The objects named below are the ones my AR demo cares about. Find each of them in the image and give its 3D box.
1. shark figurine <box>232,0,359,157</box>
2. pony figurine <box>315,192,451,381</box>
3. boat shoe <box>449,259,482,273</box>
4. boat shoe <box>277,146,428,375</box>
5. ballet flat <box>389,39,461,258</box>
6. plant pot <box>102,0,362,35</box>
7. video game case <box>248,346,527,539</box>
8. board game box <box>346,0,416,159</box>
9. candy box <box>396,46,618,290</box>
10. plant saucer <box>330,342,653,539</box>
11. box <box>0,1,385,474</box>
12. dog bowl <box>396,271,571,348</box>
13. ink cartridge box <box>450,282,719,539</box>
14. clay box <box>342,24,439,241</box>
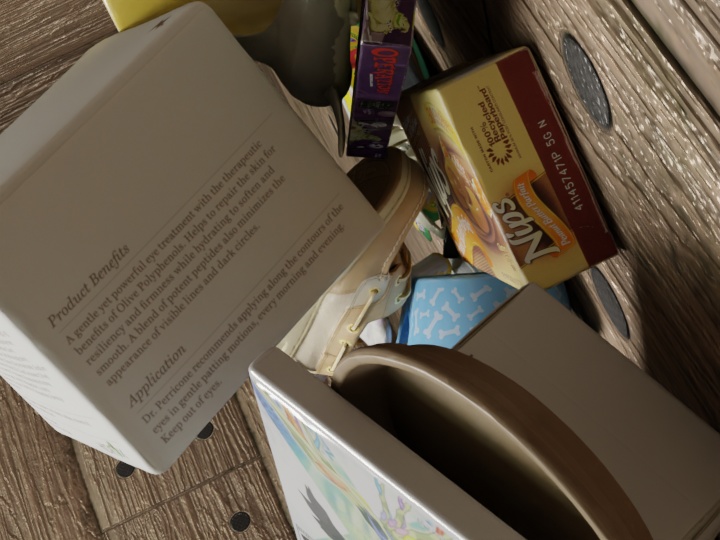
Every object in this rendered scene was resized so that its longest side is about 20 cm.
[{"bbox_3d":[-0.041,-0.152,0.768,0.215,0.089,0.129,95,179,-51],"label":"shark figurine"},{"bbox_3d":[-0.013,0.010,1.060,0.166,0.200,0.193,27,150,26],"label":"pony figurine"},{"bbox_3d":[0.103,0.060,1.126,0.070,0.071,0.201,67,178,-52],"label":"boat shoe"},{"bbox_3d":[0.000,0.000,0.896,0.200,0.069,0.074,-53,25,44],"label":"boat shoe"},{"bbox_3d":[0.041,-0.090,0.987,0.073,0.073,0.200,70,174,-66],"label":"ballet flat"},{"bbox_3d":[-0.087,-0.231,0.897,0.201,0.188,0.201,154,90,-88],"label":"plant pot"},{"bbox_3d":[0.031,0.147,0.682,0.200,0.022,0.183,35,152,32],"label":"video game case"},{"bbox_3d":[0.013,-0.141,0.734,0.200,0.032,0.121,104,168,-80],"label":"board game box"},{"bbox_3d":[0.073,-0.058,0.780,0.200,0.055,0.116,-130,15,-82],"label":"candy box"},{"bbox_3d":[0.064,0.109,0.628,0.200,0.029,0.200,40,154,24],"label":"plant saucer"},{"bbox_3d":[-0.139,-0.019,0.814,0.171,0.199,0.200,50,159,-21],"label":"box"},{"bbox_3d":[0.081,0.026,0.924,0.200,0.111,0.050,-169,76,-87],"label":"dog bowl"},{"bbox_3d":[0.103,0.121,0.718,0.145,0.083,0.200,40,155,21],"label":"ink cartridge box"},{"bbox_3d":[0.027,-0.123,1.185,0.200,0.047,0.115,59,175,48],"label":"clay box"}]
